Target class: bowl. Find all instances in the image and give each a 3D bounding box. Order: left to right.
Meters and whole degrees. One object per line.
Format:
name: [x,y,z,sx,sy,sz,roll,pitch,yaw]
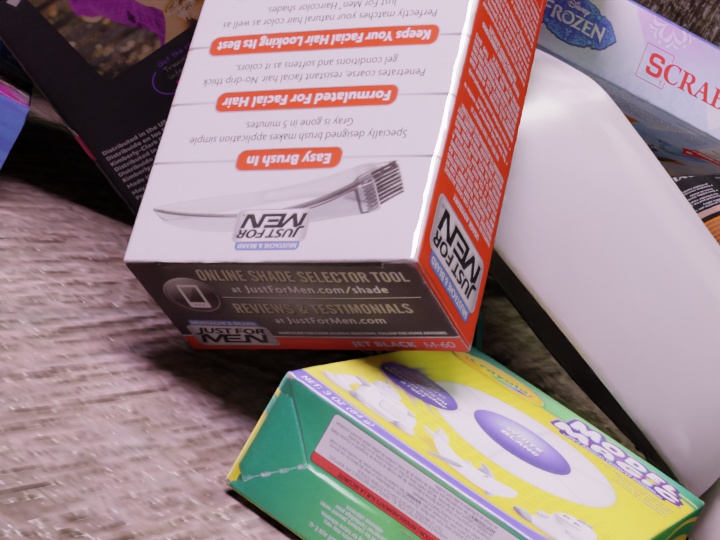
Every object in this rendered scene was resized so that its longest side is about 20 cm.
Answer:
bowl: [0.087,-0.016,0.906,0.200,0.075,0.200,51,-1,-17]

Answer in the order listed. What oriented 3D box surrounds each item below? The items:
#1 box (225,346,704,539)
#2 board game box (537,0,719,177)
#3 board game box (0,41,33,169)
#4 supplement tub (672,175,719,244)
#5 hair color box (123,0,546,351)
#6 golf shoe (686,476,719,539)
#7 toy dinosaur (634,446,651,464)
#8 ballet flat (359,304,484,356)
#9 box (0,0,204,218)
box: [0.047,0.076,0.759,0.117,0.048,0.200,34,11,16]
board game box: [0.073,-0.101,1.042,0.200,0.041,0.199,25,-9,-21]
board game box: [-0.229,-0.118,0.899,0.199,0.043,0.200,26,12,-15]
supplement tub: [0.205,0.028,1.144,0.122,0.123,0.200,26,13,-18]
hair color box: [0.000,-0.072,0.788,0.111,0.200,0.064,0,-32,25]
golf shoe: [0.187,0.129,0.810,0.088,0.077,0.200,-7,27,-42]
toy dinosaur: [0.172,0.092,0.928,0.047,0.088,0.200,-16,34,-25]
ballet flat: [0.000,0.000,0.946,0.074,0.074,0.200,26,11,-17]
box: [-0.101,-0.135,0.880,0.200,0.106,0.122,58,4,-50]
